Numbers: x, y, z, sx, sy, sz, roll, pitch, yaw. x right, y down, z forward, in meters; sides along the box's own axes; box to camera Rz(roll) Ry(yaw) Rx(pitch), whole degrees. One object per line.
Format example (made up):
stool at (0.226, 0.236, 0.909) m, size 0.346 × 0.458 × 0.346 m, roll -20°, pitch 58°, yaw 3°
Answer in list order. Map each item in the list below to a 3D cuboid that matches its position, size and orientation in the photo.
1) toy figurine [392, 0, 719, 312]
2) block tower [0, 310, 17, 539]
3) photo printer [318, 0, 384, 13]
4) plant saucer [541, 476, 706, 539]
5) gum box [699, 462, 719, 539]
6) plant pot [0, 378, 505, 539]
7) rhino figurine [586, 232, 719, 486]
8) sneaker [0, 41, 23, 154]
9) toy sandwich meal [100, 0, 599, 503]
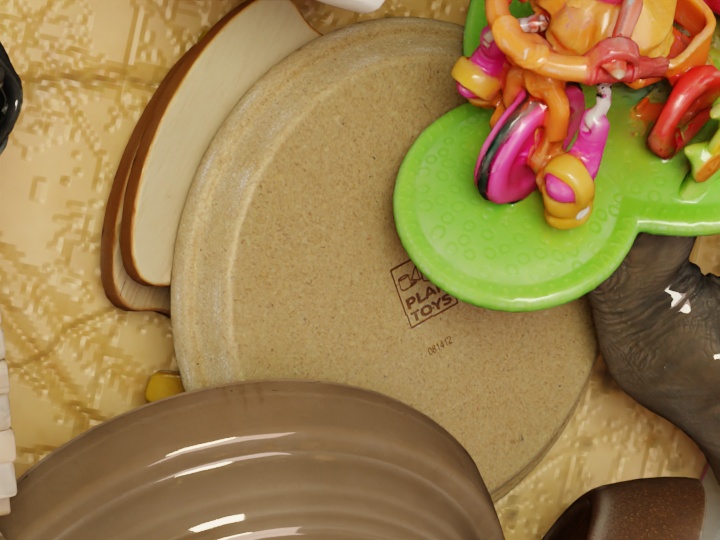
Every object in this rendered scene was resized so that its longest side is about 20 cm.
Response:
toy figurine at (0.086, -0.105, 0.690) m, size 0.200 × 0.184 × 0.150 m, roll -41°, pitch 65°, yaw -18°
block tower at (-0.131, 0.075, 0.671) m, size 0.054 × 0.058 × 0.202 m, roll -8°, pitch 100°, yaw -20°
photo printer at (-0.032, -0.181, 0.707) m, size 0.166 × 0.069 × 0.201 m, roll 33°, pitch 43°, yaw -18°
plant saucer at (0.057, 0.153, 0.791) m, size 0.034 × 0.200 × 0.201 m, roll 29°, pitch 87°, yaw -1°
gum box at (0.160, 0.181, 0.892) m, size 0.113 × 0.066 × 0.201 m, roll 26°, pitch 89°, yaw -20°
plant pot at (-0.036, 0.141, 0.755) m, size 0.199 × 0.093 × 0.202 m, roll -11°, pitch 133°, yaw -12°
rhino figurine at (0.133, 0.026, 0.795) m, size 0.087 × 0.060 × 0.200 m, roll -37°, pitch 106°, yaw 26°
sneaker at (-0.151, -0.018, 0.726) m, size 0.076 × 0.114 × 0.201 m, roll -4°, pitch 101°, yaw -18°
toy sandwich meal at (0.000, 0.000, 0.811) m, size 0.204 × 0.070 × 0.207 m, roll -4°, pitch 98°, yaw -31°
